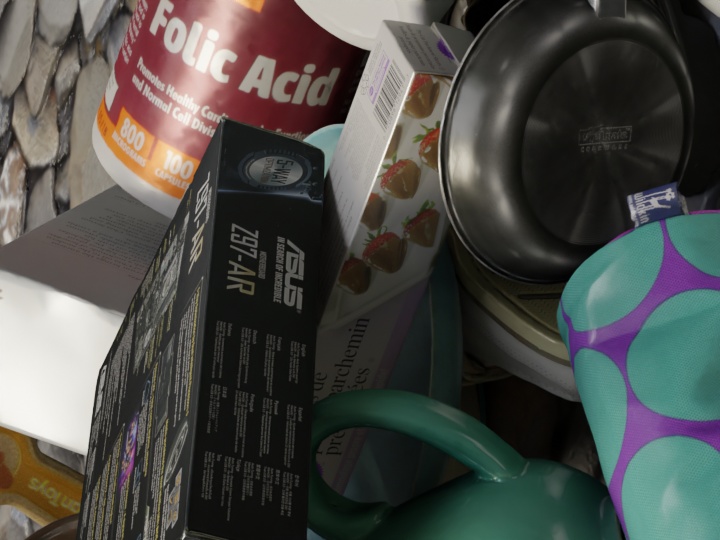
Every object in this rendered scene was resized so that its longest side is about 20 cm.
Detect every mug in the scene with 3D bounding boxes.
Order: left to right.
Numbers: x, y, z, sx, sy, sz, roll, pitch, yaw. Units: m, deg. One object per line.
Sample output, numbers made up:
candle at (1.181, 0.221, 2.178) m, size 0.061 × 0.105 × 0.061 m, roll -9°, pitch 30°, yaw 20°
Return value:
mug at (0.056, 0.134, 0.868) m, size 0.114 × 0.185 × 0.152 m, roll -28°, pitch 37°, yaw 17°

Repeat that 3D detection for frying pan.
frying pan at (0.093, -0.083, 0.880) m, size 0.031 × 0.115 × 0.190 m, roll 25°, pitch 93°, yaw 52°

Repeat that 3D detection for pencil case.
pencil case at (0.133, 0.072, 0.837) m, size 0.092 × 0.085 × 0.200 m, roll -25°, pitch 56°, yaw 13°

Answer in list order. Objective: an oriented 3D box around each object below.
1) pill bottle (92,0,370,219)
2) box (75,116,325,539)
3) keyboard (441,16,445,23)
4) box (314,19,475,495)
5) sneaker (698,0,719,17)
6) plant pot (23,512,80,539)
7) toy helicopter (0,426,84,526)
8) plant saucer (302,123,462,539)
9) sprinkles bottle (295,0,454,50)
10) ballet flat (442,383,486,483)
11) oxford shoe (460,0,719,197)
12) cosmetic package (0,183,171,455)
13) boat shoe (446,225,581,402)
pill bottle at (-0.040, -0.125, 1.111) m, size 0.114 × 0.114 × 0.200 m, roll 59°, pitch 135°, yaw 47°
box at (-0.064, 0.068, 0.907) m, size 0.200 × 0.043 × 0.160 m, roll -88°, pitch 21°, yaw -44°
keyboard at (0.031, -0.080, 1.112) m, size 0.200 × 0.021 × 0.127 m, roll -25°, pitch 64°, yaw 56°
box at (0.000, 0.000, 0.932) m, size 0.041 × 0.039 × 0.200 m, roll -116°, pitch 39°, yaw -50°
sneaker at (0.159, -0.069, 0.836) m, size 0.200 × 0.074 × 0.087 m, roll 50°, pitch 133°, yaw 53°
plant pot at (-0.094, 0.199, 1.036) m, size 0.200 × 0.187 × 0.187 m, roll 81°, pitch 168°, yaw -46°
toy helicopter at (-0.122, 0.130, 1.157) m, size 0.132 × 0.200 × 0.079 m, roll -58°, pitch 30°, yaw -5°
plant saucer at (-0.006, 0.041, 1.013) m, size 0.200 × 0.027 × 0.201 m, roll -176°, pitch 90°, yaw -65°
sprinkles bottle at (0.045, -0.175, 0.955) m, size 0.200 × 0.068 × 0.068 m, roll -56°, pitch 18°, yaw -28°
ballet flat at (0.015, 0.119, 1.058) m, size 0.069 × 0.069 × 0.200 m, roll -14°, pitch 72°, yaw 59°
oxford shoe at (0.078, -0.120, 0.973) m, size 0.073 × 0.084 × 0.200 m, roll -59°, pitch 36°, yaw 40°
cosmetic package at (-0.104, 0.021, 1.145) m, size 0.200 × 0.101 × 0.071 m, roll -39°, pitch -34°, yaw -70°
boat shoe at (0.056, 0.011, 1.009) m, size 0.200 × 0.075 × 0.069 m, roll -133°, pitch 44°, yaw -56°
